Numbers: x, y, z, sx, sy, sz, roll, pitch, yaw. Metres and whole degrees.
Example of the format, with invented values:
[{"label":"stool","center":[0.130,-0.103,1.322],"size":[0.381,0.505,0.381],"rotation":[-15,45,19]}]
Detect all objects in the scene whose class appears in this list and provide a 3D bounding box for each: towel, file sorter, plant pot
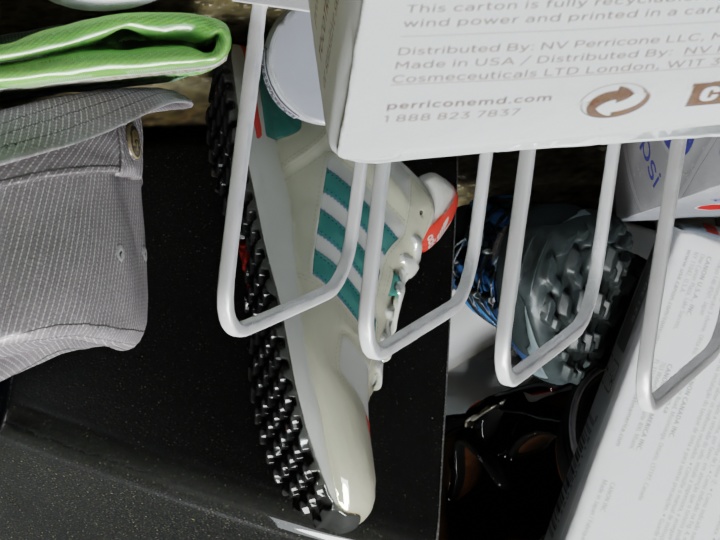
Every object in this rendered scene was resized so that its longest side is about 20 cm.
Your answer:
[{"label":"towel","center":[-0.122,-0.076,0.861],"size":[0.149,0.031,0.200],"rotation":[-8,-176,-7]},{"label":"file sorter","center":[0.069,-0.030,0.807],"size":[0.200,0.125,0.139],"rotation":[10,-169,17]},{"label":"plant pot","center":[-0.080,0.053,1.071],"size":[0.177,0.200,0.200],"rotation":[16,148,-17]}]

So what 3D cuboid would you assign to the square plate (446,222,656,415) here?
[{"label":"square plate","center":[0.117,0.041,1.266],"size":[0.198,0.029,0.200],"rotation":[15,146,-39]}]

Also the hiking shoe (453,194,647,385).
[{"label":"hiking shoe","center":[0.068,0.004,1.056],"size":[0.087,0.075,0.200],"rotation":[23,177,12]}]

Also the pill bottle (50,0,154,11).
[{"label":"pill bottle","center":[-0.096,-0.160,0.704],"size":[0.112,0.113,0.200],"rotation":[-11,154,7]}]

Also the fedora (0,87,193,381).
[{"label":"fedora","center":[-0.135,-0.002,0.901],"size":[0.176,0.091,0.200],"rotation":[-18,179,0]}]

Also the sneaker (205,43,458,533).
[{"label":"sneaker","center":[0.000,0.000,0.964],"size":[0.093,0.200,0.070],"rotation":[-8,163,-14]}]

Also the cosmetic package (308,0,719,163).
[{"label":"cosmetic package","center":[0.067,-0.158,0.653],"size":[0.167,0.200,0.166],"rotation":[-4,152,-8]}]

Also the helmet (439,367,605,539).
[{"label":"helmet","center":[0.117,0.147,1.193],"size":[0.200,0.191,0.200],"rotation":[-13,172,-2]}]

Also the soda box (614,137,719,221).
[{"label":"soda box","center":[0.156,-0.060,0.956],"size":[0.068,0.064,0.200],"rotation":[-2,176,-11]}]

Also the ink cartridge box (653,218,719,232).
[{"label":"ink cartridge box","center":[0.236,0.018,1.153],"size":[0.200,0.116,0.067],"rotation":[13,147,-37]}]

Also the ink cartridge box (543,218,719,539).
[{"label":"ink cartridge box","center":[0.199,0.082,1.070],"size":[0.200,0.163,0.050],"rotation":[18,-171,-7]}]

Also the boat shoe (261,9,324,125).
[{"label":"boat shoe","center":[0.058,-0.107,0.922],"size":[0.200,0.069,0.057],"rotation":[-17,-171,2]}]
